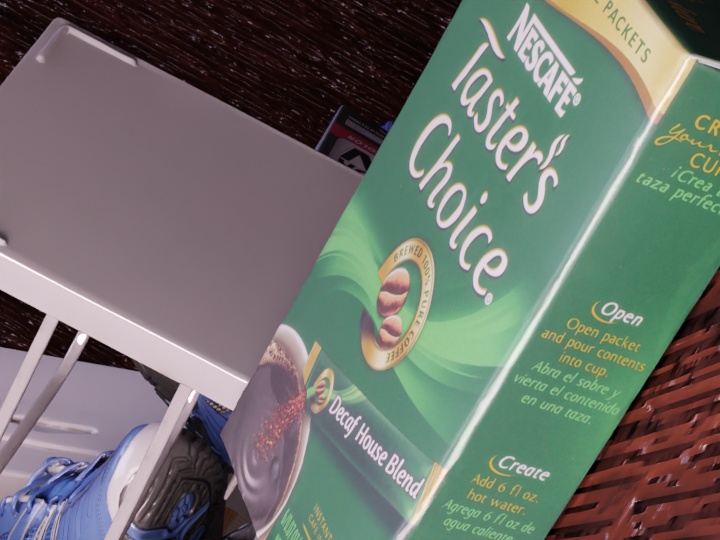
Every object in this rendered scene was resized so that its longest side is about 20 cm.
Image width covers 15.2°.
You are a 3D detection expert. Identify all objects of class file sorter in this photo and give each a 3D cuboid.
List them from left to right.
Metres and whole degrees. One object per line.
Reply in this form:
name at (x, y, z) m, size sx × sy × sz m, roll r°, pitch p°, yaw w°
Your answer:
file sorter at (-0.056, 0.037, 0.898) m, size 0.125 × 0.200 × 0.139 m, roll -61°, pitch 2°, yaw 32°

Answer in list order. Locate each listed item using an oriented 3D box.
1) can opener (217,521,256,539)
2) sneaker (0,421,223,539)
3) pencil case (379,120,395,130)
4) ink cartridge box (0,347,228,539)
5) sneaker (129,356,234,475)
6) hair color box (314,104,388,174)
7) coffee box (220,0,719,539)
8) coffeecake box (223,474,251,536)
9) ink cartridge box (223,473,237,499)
can opener at (-0.028, 0.130, 1.203) m, size 0.067 × 0.053 × 0.200 m, roll -28°, pitch -3°, yaw -8°
sneaker at (-0.113, 0.111, 1.102) m, size 0.076 × 0.077 × 0.200 m, roll -44°, pitch -8°, yaw -33°
pencil case at (0.023, -0.045, 1.611) m, size 0.200 × 0.078 × 0.087 m, roll -85°, pitch -4°, yaw -84°
ink cartridge box at (-0.150, 0.159, 1.304) m, size 0.145 × 0.147 × 0.200 m, roll -65°, pitch -17°, yaw -69°
sneaker at (-0.029, 0.039, 1.157) m, size 0.078 × 0.075 × 0.200 m, roll -50°, pitch -23°, yaw 14°
hair color box at (0.000, 0.000, 1.342) m, size 0.061 × 0.099 × 0.200 m, roll -59°, pitch 3°, yaw 28°
coffee box at (0.034, 0.004, 0.721) m, size 0.200 × 0.044 × 0.123 m, roll -59°, pitch 28°, yaw 22°
coffeecake box at (-0.074, 0.134, 1.635) m, size 0.154 × 0.073 × 0.200 m, roll -59°, pitch 3°, yaw 6°
ink cartridge box at (0.025, 0.011, 1.056) m, size 0.200 × 0.067 × 0.117 m, roll -61°, pitch 1°, yaw -15°
